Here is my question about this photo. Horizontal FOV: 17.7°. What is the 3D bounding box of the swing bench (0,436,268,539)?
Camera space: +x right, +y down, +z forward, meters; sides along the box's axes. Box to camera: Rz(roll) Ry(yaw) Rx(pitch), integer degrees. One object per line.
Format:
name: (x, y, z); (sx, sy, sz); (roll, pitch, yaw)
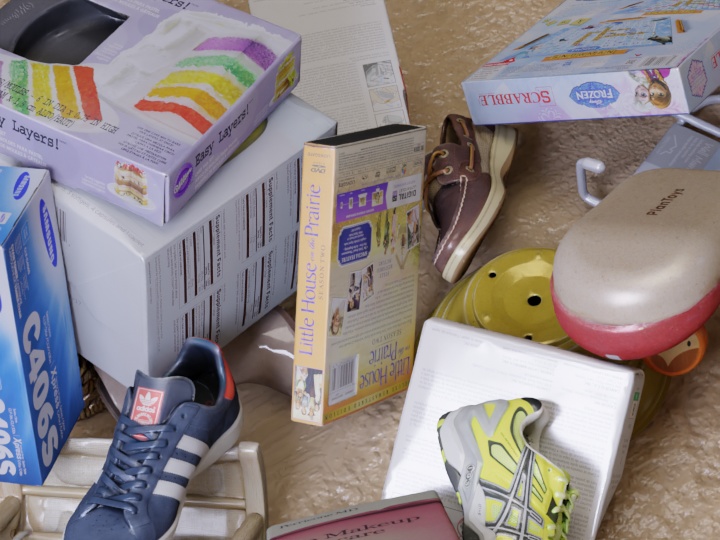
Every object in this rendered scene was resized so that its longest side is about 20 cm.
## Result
swing bench: (-0.178, 0.218, 1.595); (0.198, 0.130, 0.200); (3, 35, 12)

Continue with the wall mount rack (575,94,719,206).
wall mount rack: (0.271, -0.077, 1.798); (0.173, 0.075, 0.200); (26, 60, 26)

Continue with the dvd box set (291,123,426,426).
dvd box set: (0.000, 0.000, 1.670); (0.029, 0.201, 0.146); (9, 13, 27)

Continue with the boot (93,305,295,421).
boot: (-0.123, 0.069, 1.733); (0.146, 0.070, 0.200); (-35, 69, -20)

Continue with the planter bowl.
planter bowl: (0.132, 0.044, 1.716); (0.199, 0.084, 0.201); (-4, 51, 5)

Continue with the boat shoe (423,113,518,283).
boat shoe: (0.072, -0.063, 1.787); (0.072, 0.072, 0.200); (25, 37, -4)

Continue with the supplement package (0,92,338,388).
supplement package: (-0.151, -0.051, 1.669); (0.191, 0.148, 0.200); (32, 50, 26)

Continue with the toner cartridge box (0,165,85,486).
toner cartridge box: (-0.233, 0.039, 1.572); (0.043, 0.201, 0.095); (4, 36, 12)

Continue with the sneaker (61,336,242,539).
sneaker: (-0.144, 0.119, 1.546); (0.074, 0.085, 0.200); (10, 38, 19)

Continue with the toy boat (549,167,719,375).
toy boat: (0.219, 0.015, 1.656); (0.130, 0.132, 0.200); (5, 26, 31)

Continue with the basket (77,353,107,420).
basket: (-0.295, 0.042, 1.803); (0.143, 0.149, 0.201); (-38, 48, 20)

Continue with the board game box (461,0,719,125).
board game box: (0.214, -0.176, 1.826); (0.199, 0.041, 0.199); (0, 28, 39)

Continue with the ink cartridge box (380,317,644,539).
ink cartridge box: (0.100, 0.148, 1.633); (0.160, 0.050, 0.201); (14, 92, 19)

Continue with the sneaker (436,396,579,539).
sneaker: (0.110, 0.168, 1.542); (0.076, 0.075, 0.201); (-24, 59, 11)

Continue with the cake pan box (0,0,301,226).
cake pan box: (-0.168, -0.133, 1.611); (0.199, 0.053, 0.184); (24, 45, 20)

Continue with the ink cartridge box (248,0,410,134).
ink cartridge box: (-0.020, -0.138, 1.803); (0.108, 0.050, 0.201); (-11, 51, -1)

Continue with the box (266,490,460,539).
box: (0.010, 0.225, 1.505); (0.127, 0.110, 0.200); (-12, 7, -3)
